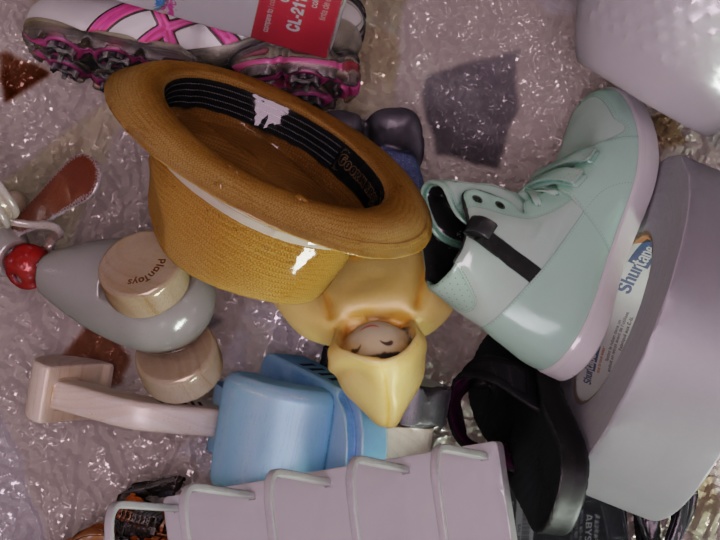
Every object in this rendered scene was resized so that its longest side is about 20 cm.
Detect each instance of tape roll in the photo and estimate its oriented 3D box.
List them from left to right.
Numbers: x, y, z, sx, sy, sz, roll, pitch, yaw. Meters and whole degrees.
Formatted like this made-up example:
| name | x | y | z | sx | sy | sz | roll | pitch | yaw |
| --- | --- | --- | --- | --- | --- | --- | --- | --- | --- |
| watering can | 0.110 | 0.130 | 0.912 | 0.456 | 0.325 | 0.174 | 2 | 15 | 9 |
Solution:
| name | x | y | z | sx | sy | sz | roll | pitch | yaw |
| --- | --- | --- | --- | --- | --- | --- | --- | --- | --- |
| tape roll | 0.172 | 0.038 | 1.515 | 0.066 | 0.200 | 0.200 | 20 | 95 | -8 |

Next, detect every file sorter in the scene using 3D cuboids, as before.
| name | x | y | z | sx | sy | sz | roll | pitch | yaw |
| --- | --- | --- | --- | --- | --- | --- | --- | --- | --- |
| file sorter | -0.025 | 0.173 | 1.430 | 0.200 | 0.125 | 0.139 | -11 | 80 | 17 |

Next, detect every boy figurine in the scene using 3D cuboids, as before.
| name | x | y | z | sx | sy | sz | roll | pitch | yaw |
| --- | --- | --- | --- | --- | --- | --- | --- | --- | --- |
| boy figurine | 0.000 | 0.000 | 1.523 | 0.124 | 0.200 | 0.064 | 0 | 140 | 0 |

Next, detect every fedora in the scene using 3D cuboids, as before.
| name | x | y | z | sx | sy | sz | roll | pitch | yaw |
| --- | --- | --- | --- | --- | --- | --- | --- | --- | --- |
| fedora | -0.060 | -0.039 | 1.460 | 0.200 | 0.201 | 0.082 | 24 | 111 | -3 |

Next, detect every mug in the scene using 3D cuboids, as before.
| name | x | y | z | sx | sy | sz | roll | pitch | yaw |
| --- | --- | --- | --- | --- | --- | --- | --- | --- | --- |
| mug | 0.223 | -0.161 | 1.509 | 0.200 | 0.148 | 0.175 | 36 | 100 | 32 |

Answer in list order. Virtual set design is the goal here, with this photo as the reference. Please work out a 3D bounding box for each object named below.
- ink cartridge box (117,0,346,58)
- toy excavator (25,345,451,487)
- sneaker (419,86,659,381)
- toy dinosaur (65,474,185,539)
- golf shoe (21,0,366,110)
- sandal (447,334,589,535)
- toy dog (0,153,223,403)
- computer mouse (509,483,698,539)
| name | x | y | z | sx | sy | sz | roll | pitch | yaw |
| --- | --- | --- | --- | --- | --- | --- | --- | --- | --- |
| ink cartridge box | -0.093 | -0.223 | 1.513 | 0.200 | 0.083 | 0.146 | 15 | 62 | -3 |
| toy excavator | -0.074 | 0.089 | 1.560 | 0.200 | 0.194 | 0.100 | 7 | 98 | -30 |
| sneaker | 0.098 | -0.048 | 1.518 | 0.118 | 0.074 | 0.201 | 31 | 52 | -20 |
| toy dinosaur | -0.140 | 0.196 | 1.589 | 0.200 | 0.102 | 0.136 | -27 | 61 | 41 |
| golf shoe | -0.097 | -0.147 | 1.566 | 0.200 | 0.073 | 0.092 | 4 | 72 | -3 |
| sandal | 0.082 | 0.082 | 1.519 | 0.048 | 0.200 | 0.075 | 9 | 108 | -14 |
| toy dog | -0.145 | -0.013 | 1.540 | 0.200 | 0.132 | 0.096 | 37 | 61 | 16 |
| computer mouse | 0.108 | 0.172 | 1.577 | 0.200 | 0.053 | 0.139 | 11 | 85 | -35 |
